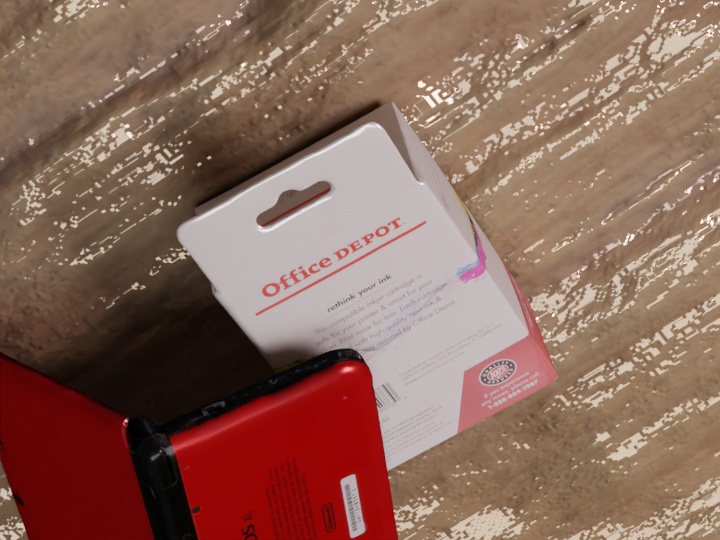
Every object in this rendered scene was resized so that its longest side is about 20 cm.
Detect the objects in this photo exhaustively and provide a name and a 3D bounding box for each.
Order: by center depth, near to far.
[{"bbox_3d":[0.000,0.000,1.168,0.116,0.068,0.200,-28,131,9],"label":"ink cartridge box"},{"bbox_3d":[-0.083,0.102,1.210,0.171,0.119,0.201,-24,140,-12],"label":"game console"}]
